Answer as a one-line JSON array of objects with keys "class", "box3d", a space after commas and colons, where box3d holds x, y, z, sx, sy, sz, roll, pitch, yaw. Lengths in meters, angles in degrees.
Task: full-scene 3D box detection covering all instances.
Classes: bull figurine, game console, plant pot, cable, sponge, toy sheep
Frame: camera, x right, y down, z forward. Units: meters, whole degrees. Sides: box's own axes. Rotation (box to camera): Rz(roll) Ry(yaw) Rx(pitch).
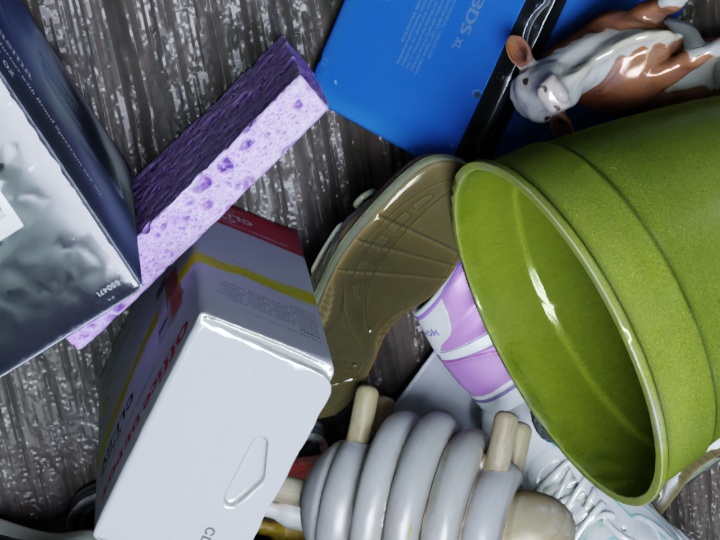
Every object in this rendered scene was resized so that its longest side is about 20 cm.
[{"class": "bull figurine", "box3d": [0.172, -0.119, 0.899, 0.121, 0.199, 0.066, -22, 79, 37]}, {"class": "game console", "box3d": [0.094, -0.160, 0.947, 0.169, 0.118, 0.202, 29, 106, 14]}, {"class": "plant pot", "box3d": [0.181, -0.009, 0.852, 0.191, 0.200, 0.202, -27, 114, -13]}, {"class": "cable", "box3d": [-0.092, 0.147, 1.016, 0.197, 0.051, 0.098, -3, 124, -9]}, {"class": "sponge", "box3d": [-0.102, -0.047, 0.908, 0.200, 0.112, 0.030, -43, 111, 8]}, {"class": "toy sheep", "box3d": [0.033, 0.145, 0.954, 0.198, 0.138, 0.140, 9, 113, 19]}]

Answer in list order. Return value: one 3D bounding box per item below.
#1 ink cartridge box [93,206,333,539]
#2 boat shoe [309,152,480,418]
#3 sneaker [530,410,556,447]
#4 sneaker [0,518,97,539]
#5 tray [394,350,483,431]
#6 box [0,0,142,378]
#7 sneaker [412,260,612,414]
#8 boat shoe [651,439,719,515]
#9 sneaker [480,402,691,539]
[{"class": "ink cartridge box", "box3d": [-0.090, 0.060, 0.904, 0.083, 0.200, 0.146, 22, 106, -16]}, {"class": "boat shoe", "box3d": [0.002, 0.001, 0.944, 0.072, 0.063, 0.202, 13, 125, -27]}, {"class": "sneaker", "box3d": [0.189, 0.041, 0.982, 0.198, 0.087, 0.075, -26, 151, -4]}, {"class": "sneaker", "box3d": [-0.200, 0.214, 0.942, 0.198, 0.106, 0.075, -1, 123, 40]}, {"class": "tray", "box3d": [0.087, 0.078, 1.037, 0.107, 0.022, 0.201, 32, 103, -18]}, {"class": "box", "box3d": [-0.216, -0.075, 0.832, 0.122, 0.199, 0.201, -30, 113, 2]}, {"class": "sneaker", "box3d": [0.122, -0.013, 0.960, 0.200, 0.073, 0.115, -39, 107, 1]}, {"class": "boat shoe", "box3d": [0.218, 0.100, 1.045, 0.072, 0.066, 0.201, 43, 103, 4]}, {"class": "sneaker", "box3d": [0.150, 0.152, 0.994, 0.070, 0.080, 0.201, -44, 83, 18]}]
